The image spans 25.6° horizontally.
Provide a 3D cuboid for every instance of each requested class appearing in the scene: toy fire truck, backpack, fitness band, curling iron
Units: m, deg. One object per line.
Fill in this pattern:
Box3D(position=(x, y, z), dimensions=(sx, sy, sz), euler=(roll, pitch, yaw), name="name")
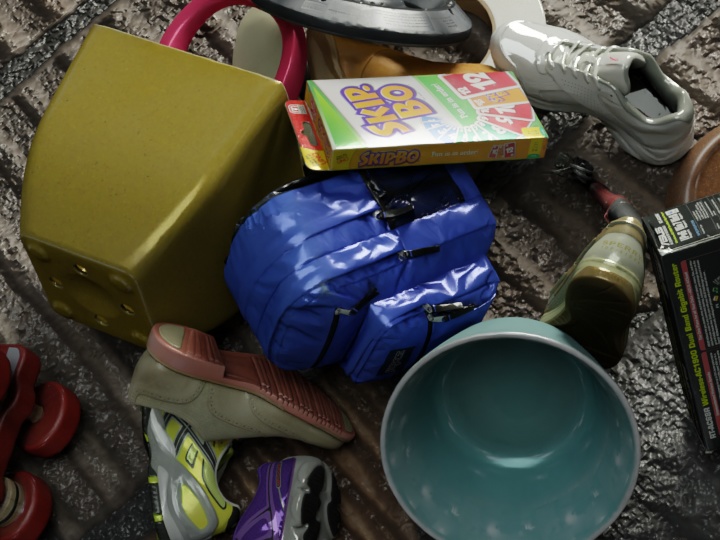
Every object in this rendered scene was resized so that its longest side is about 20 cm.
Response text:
Box3D(position=(-0.351, 0.154, 1.386), dimensions=(0.167, 0.112, 0.201), euler=(-2, 64, 38), name="toy fire truck")
Box3D(position=(0.000, 0.000, 1.292), dimensions=(0.199, 0.163, 0.169), euler=(-15, 60, -25), name="backpack")
Box3D(position=(-0.120, -0.195, 1.470), dimensions=(0.200, 0.037, 0.145), euler=(30, 97, 44), name="fitness band")
Box3D(position=(0.205, -0.052, 1.317), dimensions=(0.026, 0.049, 0.200), euler=(-63, 23, 17), name="curling iron")

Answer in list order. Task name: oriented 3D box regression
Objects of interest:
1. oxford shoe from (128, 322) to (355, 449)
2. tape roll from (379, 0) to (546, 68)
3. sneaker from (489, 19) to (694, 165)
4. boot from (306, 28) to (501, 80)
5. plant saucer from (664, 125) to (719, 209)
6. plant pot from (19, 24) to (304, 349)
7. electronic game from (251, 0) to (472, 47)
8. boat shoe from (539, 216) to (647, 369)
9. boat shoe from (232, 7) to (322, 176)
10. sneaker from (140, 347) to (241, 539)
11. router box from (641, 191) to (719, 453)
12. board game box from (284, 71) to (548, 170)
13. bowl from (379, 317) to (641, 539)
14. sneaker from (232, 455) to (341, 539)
Box3D(position=(-0.099, 0.111, 1.326), dimensions=(0.199, 0.071, 0.074), euler=(26, 107, -18), name="oxford shoe")
Box3D(position=(0.075, -0.209, 1.472), dimensions=(0.201, 0.037, 0.204), euler=(-5, 67, 11), name="tape roll")
Box3D(position=(0.206, -0.172, 1.371), dimensions=(0.199, 0.099, 0.078), euler=(26, 74, 7), name="sneaker")
Box3D(position=(0.045, -0.167, 1.403), dimensions=(0.143, 0.071, 0.202), euler=(-13, 44, -21), name="boot")
Box3D(position=(0.357, -0.054, 1.342), dimensions=(0.198, 0.035, 0.202), euler=(-5, 66, 10), name="plant saucer")
Box3D(position=(-0.179, -0.052, 1.349), dimensions=(0.193, 0.196, 0.201), euler=(19, 57, 20), name="plant pot")
Box3D(position=(0.000, -0.230, 1.388), dimensions=(0.199, 0.200, 0.042), euler=(18, 111, 19), name="electronic game")
Box3D(position=(0.187, 0.023, 1.258), dimensions=(0.073, 0.201, 0.063), euler=(23, 69, 9), name="boat shoe")
Box3D(position=(-0.066, -0.165, 1.474), dimensions=(0.074, 0.063, 0.202), euler=(-40, 52, 26), name="boat shoe")
Box3D(position=(-0.149, 0.139, 1.363), dimensions=(0.076, 0.075, 0.202), euler=(-7, 70, -8), name="sneaker")
Box3D(position=(0.313, 0.030, 1.227), dimensions=(0.149, 0.201, 0.062), euler=(-17, 31, 4), name="router box")
Box3D(position=(0.044, -0.122, 1.286), dimensions=(0.198, 0.030, 0.096), euler=(-6, 43, -13), name="board game box")
Box3D(position=(0.119, 0.117, 1.254), dimensions=(0.199, 0.202, 0.105), euler=(-6, 24, 10), name="bowl")
Box3D(position=(-0.072, 0.251, 1.299), dimensions=(0.083, 0.081, 0.201), euler=(-4, 60, 33), name="sneaker")
